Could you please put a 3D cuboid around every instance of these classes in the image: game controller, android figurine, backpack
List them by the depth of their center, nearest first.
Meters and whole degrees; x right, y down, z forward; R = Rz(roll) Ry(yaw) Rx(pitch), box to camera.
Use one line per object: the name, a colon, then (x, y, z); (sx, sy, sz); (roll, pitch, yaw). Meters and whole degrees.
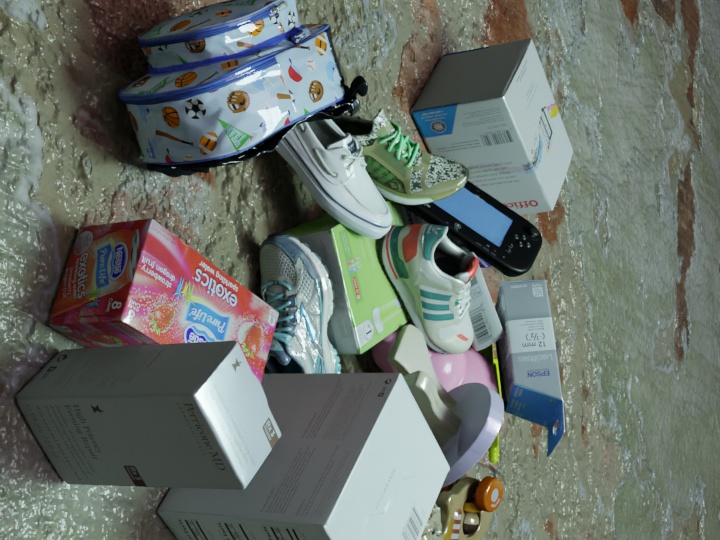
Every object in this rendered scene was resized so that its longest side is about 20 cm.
backpack: (-0.128, -0.173, 1.070); (0.191, 0.199, 0.155); (-47, 120, -41)
game controller: (0.125, -0.068, 1.346); (0.199, 0.042, 0.104); (33, 31, 2)
android figurine: (0.176, 0.166, 1.583); (0.182, 0.041, 0.202); (25, 60, -82)

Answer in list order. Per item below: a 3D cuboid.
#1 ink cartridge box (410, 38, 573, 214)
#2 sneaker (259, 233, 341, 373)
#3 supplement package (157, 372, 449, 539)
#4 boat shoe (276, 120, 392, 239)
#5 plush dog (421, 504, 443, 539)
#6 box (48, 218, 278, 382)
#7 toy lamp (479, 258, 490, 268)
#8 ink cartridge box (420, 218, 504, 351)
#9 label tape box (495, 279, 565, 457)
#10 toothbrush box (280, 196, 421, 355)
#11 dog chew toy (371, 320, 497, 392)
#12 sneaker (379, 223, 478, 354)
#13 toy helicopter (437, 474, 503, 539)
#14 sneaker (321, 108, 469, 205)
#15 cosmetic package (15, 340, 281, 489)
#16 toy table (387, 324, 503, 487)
ink cartridge box: (0.192, -0.195, 1.598); (0.201, 0.146, 0.145); (61, 40, -33)
sneaker: (-0.074, 0.061, 1.217); (0.086, 0.077, 0.202); (-30, 111, -51)
supplement package: (-0.051, 0.218, 1.120); (0.192, 0.199, 0.148); (-59, 134, -41)
boat shoe: (-0.031, -0.121, 1.232); (0.200, 0.067, 0.074); (43, 33, -8)
plush dog: (0.042, 0.337, 1.289); (0.201, 0.159, 0.173); (83, 27, -56)
box: (-0.175, 0.044, 1.042); (0.200, 0.095, 0.100); (42, 53, -47)
toy lamp: (0.140, -0.076, 1.586); (0.200, 0.058, 0.059); (54, 44, -41)
ink cartridge box: (0.107, -0.013, 1.465); (0.050, 0.200, 0.163); (-28, 125, -7)
label tape box: (0.217, 0.131, 1.473); (0.143, 0.065, 0.202); (85, 2, -69)
toothbrush box: (0.000, 0.000, 1.330); (0.200, 0.085, 0.147); (-30, 110, -54)
dog chew toy: (0.086, 0.126, 1.427); (0.200, 0.124, 0.125); (44, 51, -35)
sneaker: (0.102, 0.024, 1.319); (0.200, 0.093, 0.071); (58, 40, -31)
toy helicopter: (0.114, 0.359, 1.497); (0.200, 0.078, 0.133); (-32, 122, -43)
sneaker: (0.029, -0.137, 1.281); (0.089, 0.198, 0.077); (101, 3, -48)
cosmetic package: (-0.176, 0.120, 0.934); (0.074, 0.199, 0.102); (-53, 128, -46)
toy table: (0.063, 0.169, 1.295); (0.117, 0.200, 0.185); (32, 50, -15)
